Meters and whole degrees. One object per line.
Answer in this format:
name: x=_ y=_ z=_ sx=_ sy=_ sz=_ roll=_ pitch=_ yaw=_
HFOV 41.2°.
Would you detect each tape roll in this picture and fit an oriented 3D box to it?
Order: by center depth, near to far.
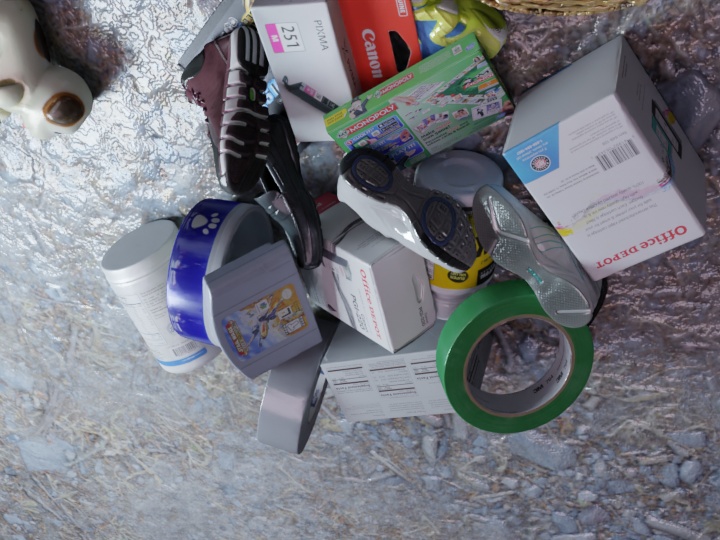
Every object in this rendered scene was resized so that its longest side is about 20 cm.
tape roll: x=0.196 y=0.111 z=1.224 sx=0.197 sy=0.048 sz=0.204 roll=-4 pitch=116 yaw=-9
tape roll: x=-0.091 y=0.167 z=1.427 sx=0.065 sy=0.201 sz=0.202 roll=16 pitch=130 yaw=5

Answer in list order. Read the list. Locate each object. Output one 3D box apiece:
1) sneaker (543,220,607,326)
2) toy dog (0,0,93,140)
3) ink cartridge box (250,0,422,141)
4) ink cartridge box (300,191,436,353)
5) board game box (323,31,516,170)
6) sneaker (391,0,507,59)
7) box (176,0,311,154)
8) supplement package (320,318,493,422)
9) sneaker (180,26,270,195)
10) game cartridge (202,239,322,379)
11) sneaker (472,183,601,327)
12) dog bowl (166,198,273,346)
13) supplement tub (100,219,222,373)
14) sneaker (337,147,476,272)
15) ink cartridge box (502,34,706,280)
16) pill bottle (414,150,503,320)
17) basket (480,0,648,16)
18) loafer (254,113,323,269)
sneaker: x=0.270 y=0.006 z=1.265 sx=0.090 sy=0.076 sz=0.202 roll=24 pitch=146 yaw=37
toy dog: x=-0.448 y=-0.268 z=1.286 sx=0.193 sy=0.140 sz=0.201 roll=-41 pitch=107 yaw=0
ink cartridge box: x=-0.016 y=-0.238 z=1.109 sx=0.170 sy=0.044 sz=0.202 roll=2 pitch=140 yaw=18
ink cartridge box: x=0.000 y=0.000 z=1.279 sx=0.199 sy=0.084 sz=0.147 roll=27 pitch=142 yaw=46
board game box: x=0.072 y=-0.185 z=1.129 sx=0.198 sy=0.029 sz=0.134 roll=-26 pitch=148 yaw=16
sneaker: x=0.066 y=-0.284 z=1.106 sx=0.198 sy=0.076 sz=0.106 roll=29 pitch=131 yaw=-4
box: x=-0.101 y=-0.264 z=1.202 sx=0.198 sy=0.050 sz=0.199 roll=41 pitch=129 yaw=-12
supplement package: x=0.070 y=0.115 z=1.357 sx=0.197 sy=0.157 sz=0.112 roll=-9 pitch=121 yaw=25
sneaker: x=-0.171 y=-0.188 z=1.167 sx=0.114 sy=0.204 sz=0.075 roll=-1 pitch=170 yaw=37
game cartridge: x=-0.131 y=0.059 z=1.257 sx=0.132 sy=0.042 sz=0.201 roll=-31 pitch=140 yaw=-12
sneaker: x=0.211 y=-0.026 z=1.145 sx=0.201 sy=0.080 sz=0.070 roll=49 pitch=134 yaw=-1
dog bowl: x=-0.192 y=0.003 z=1.338 sx=0.077 sy=0.201 sz=0.203 roll=10 pitch=129 yaw=14
supplement tub: x=-0.288 y=0.041 z=1.448 sx=0.130 sy=0.133 sz=0.202 roll=-10 pitch=121 yaw=26
sneaker: x=0.055 y=-0.067 z=1.155 sx=0.199 sy=0.075 sz=0.087 roll=39 pitch=156 yaw=2
ink cartridge box: x=0.285 y=-0.125 z=1.101 sx=0.145 sy=0.147 sz=0.201 roll=-26 pitch=115 yaw=34
pill bottle: x=0.123 y=-0.042 z=1.246 sx=0.112 sy=0.115 sz=0.203 roll=9 pitch=129 yaw=13
basket: x=0.215 y=-0.365 z=0.999 sx=0.196 sy=0.152 sz=0.143 roll=4 pitch=161 yaw=16
loafer: x=-0.101 y=-0.095 z=1.214 sx=0.068 sy=0.070 sz=0.204 roll=-3 pitch=106 yaw=65
